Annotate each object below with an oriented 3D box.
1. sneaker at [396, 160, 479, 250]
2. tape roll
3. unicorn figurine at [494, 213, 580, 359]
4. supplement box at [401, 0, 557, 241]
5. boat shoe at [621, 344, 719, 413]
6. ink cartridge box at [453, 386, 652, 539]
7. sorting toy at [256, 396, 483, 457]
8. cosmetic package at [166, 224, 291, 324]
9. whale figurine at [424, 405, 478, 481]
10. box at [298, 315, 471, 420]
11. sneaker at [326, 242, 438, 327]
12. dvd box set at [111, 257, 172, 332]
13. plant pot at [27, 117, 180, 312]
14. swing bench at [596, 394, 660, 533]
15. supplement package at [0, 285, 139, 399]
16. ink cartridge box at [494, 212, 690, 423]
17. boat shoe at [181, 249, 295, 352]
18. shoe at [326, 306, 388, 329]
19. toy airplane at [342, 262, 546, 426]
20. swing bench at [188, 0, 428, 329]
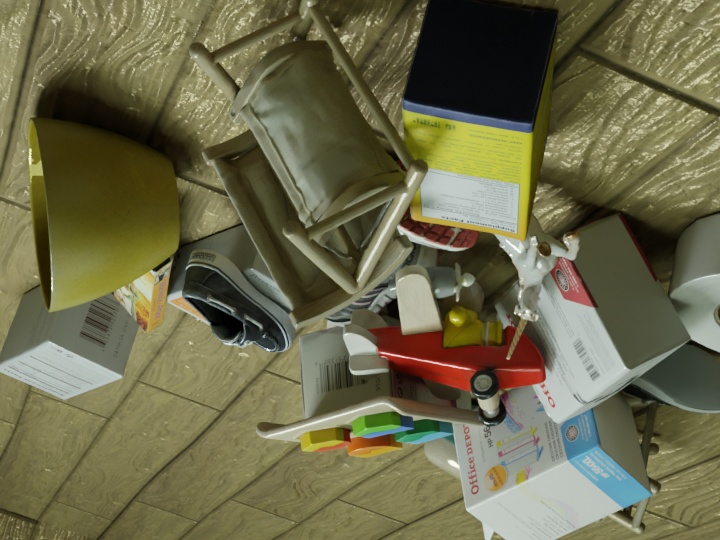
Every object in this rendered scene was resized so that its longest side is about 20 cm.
[{"bbox_3d":[0.026,-0.073,1.476,0.198,0.078,0.082,24,161,5],"label":"sneaker"},{"bbox_3d":[0.401,0.020,1.436,0.200,0.071,0.203,13,155,6],"label":"tape roll"},{"bbox_3d":[0.152,-0.029,1.414,0.073,0.202,0.137,-22,175,-13],"label":"unicorn figurine"},{"bbox_3d":[0.102,-0.126,1.257,0.108,0.110,0.200,11,155,9],"label":"supplement box"},{"bbox_3d":[0.329,0.120,1.691,0.197,0.074,0.068,13,159,12],"label":"boat shoe"},{"bbox_3d":[0.202,0.214,1.667,0.199,0.129,0.125,-30,133,23],"label":"ink cartridge box"},{"bbox_3d":[0.013,0.177,1.643,0.199,0.037,0.184,-14,163,34],"label":"sorting toy"},{"bbox_3d":[-0.136,0.008,1.737,0.101,0.072,0.199,30,152,-29],"label":"cosmetic package"},{"bbox_3d":[0.151,0.237,2.051,0.158,0.104,0.200,32,177,-5],"label":"whale figurine"},{"bbox_3d":[0.032,0.135,1.774,0.127,0.110,0.199,-15,160,29],"label":"box"},{"bbox_3d":[0.000,0.000,1.639,0.087,0.074,0.199,26,149,-24],"label":"sneaker"},{"bbox_3d":[-0.281,-0.019,1.732,0.146,0.029,0.200,47,157,9],"label":"dvd box set"},{"bbox_3d":[-0.267,-0.063,1.556,0.141,0.202,0.200,-5,161,-17],"label":"plant pot"},{"bbox_3d":[0.277,0.224,1.861,0.198,0.131,0.199,12,156,10],"label":"swing bench"},{"bbox_3d":[-0.393,0.088,2.008,0.117,0.118,0.199,28,154,-26],"label":"supplement package"},{"bbox_3d":[0.230,0.052,1.507,0.082,0.148,0.200,-22,167,-21],"label":"ink cartridge box"},{"bbox_3d":[-0.138,0.054,1.665,0.071,0.068,0.200,3,152,27],"label":"boat shoe"},{"bbox_3d":[-0.002,0.061,1.806,0.069,0.054,0.200,-2,163,-12],"label":"shoe"},{"bbox_3d":[0.080,0.067,1.565,0.198,0.142,0.200,34,153,-18],"label":"toy airplane"},{"bbox_3d":[-0.047,-0.092,1.281,0.129,0.200,0.200,-26,159,-12],"label":"swing bench"}]
